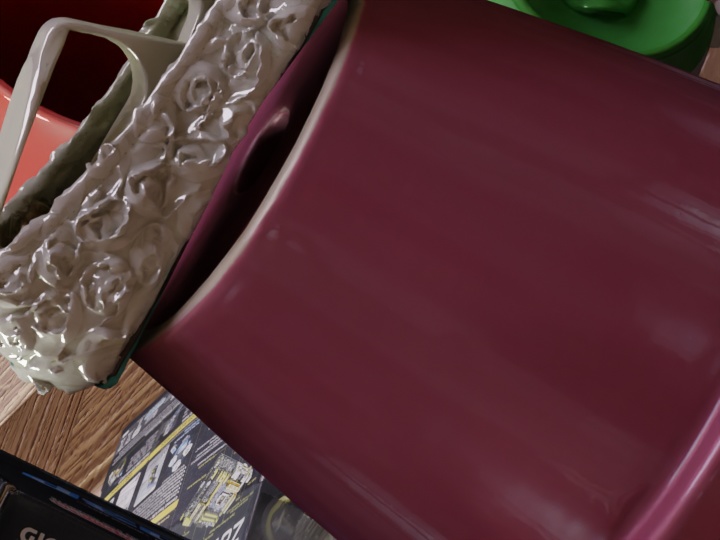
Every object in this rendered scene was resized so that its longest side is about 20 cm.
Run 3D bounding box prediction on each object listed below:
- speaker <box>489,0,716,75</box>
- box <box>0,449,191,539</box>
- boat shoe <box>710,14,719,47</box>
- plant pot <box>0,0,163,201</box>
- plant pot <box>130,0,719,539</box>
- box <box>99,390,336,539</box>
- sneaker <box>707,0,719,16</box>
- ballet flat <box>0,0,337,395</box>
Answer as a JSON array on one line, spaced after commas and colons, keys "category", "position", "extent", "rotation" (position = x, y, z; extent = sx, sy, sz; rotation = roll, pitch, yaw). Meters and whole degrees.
[{"category": "speaker", "position": [0.053, -0.049, 1.000], "extent": [0.200, 0.088, 0.089], "rotation": [117, 174, -59]}, {"category": "box", "position": [-0.041, 0.111, 0.871], "extent": [0.046, 0.200, 0.159], "rotation": [-63, 16, -3]}, {"category": "boat shoe", "position": [0.145, -0.171, 0.993], "extent": [0.200, 0.072, 0.071], "rotation": [-63, -20, -13]}, {"category": "plant pot", "position": [-0.165, -0.091, 1.628], "extent": [0.177, 0.200, 0.201], "rotation": [123, 166, -45]}, {"category": "plant pot", "position": [0.039, 0.010, 0.848], "extent": [0.200, 0.179, 0.200], "rotation": [-53, 17, 24]}, {"category": "box", "position": [-0.059, 0.096, 1.217], "extent": [0.200, 0.049, 0.161], "rotation": [-41, 23, 47]}, {"category": "sneaker", "position": [0.152, -0.088, 0.880], "extent": [0.074, 0.089, 0.200], "rotation": [-45, -3, 28]}, {"category": "ballet flat", "position": [-0.049, -0.061, 0.796], "extent": [0.200, 0.072, 0.072], "rotation": [-60, 16, -2]}]
